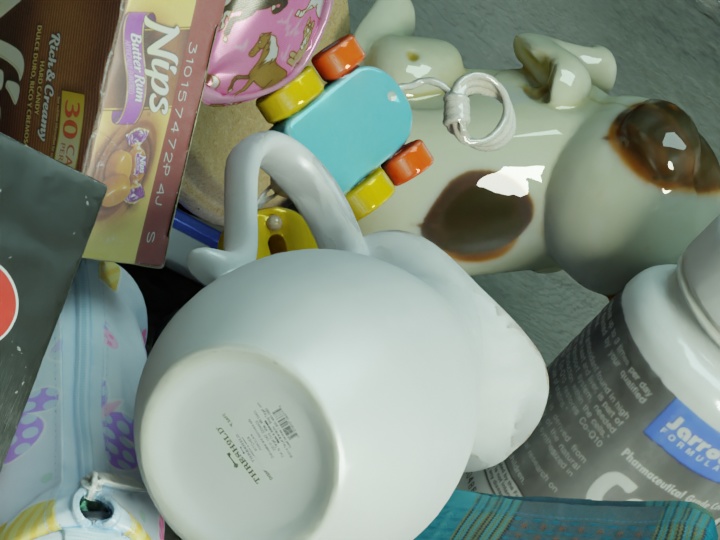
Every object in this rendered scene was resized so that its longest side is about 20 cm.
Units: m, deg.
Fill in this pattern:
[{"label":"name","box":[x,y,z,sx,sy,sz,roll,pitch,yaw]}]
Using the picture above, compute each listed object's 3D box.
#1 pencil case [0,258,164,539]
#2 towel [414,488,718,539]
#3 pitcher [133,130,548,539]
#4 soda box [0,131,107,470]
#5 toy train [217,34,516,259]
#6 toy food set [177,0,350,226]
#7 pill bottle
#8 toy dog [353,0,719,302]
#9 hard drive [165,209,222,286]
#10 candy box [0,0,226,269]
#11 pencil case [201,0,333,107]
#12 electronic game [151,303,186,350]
[{"label":"pencil case","box":[-0.119,0.073,1.016,0.083,0.091,0.200,-4,34,-6]},{"label":"towel","box":[0.047,0.131,0.990,0.147,0.022,0.200,4,20,20]},{"label":"pitcher","box":[-0.022,0.027,0.998,0.172,0.121,0.200,52,24,5]},{"label":"soda box","box":[-0.163,0.048,0.928,0.071,0.063,0.200,27,69,-23]},{"label":"toy train","box":[0.000,0.000,1.138,0.150,0.056,0.200,19,70,-27]},{"label":"toy food set","box":[-0.068,-0.122,1.277,0.198,0.049,0.200,60,43,-38]},{"label":"pill bottle","box":[0.146,0.070,1.238,0.114,0.200,0.114,30,31,-20]},{"label":"toy dog","box":[0.085,-0.052,1.300,0.200,0.140,0.194,10,20,16]},{"label":"hard drive","box":[-0.045,0.007,1.214,0.200,0.025,0.132,28,-1,-22]},{"label":"candy box","box":[-0.149,-0.082,1.084,0.056,0.117,0.200,8,8,-45]},{"label":"pencil case","box":[-0.097,-0.145,1.134,0.083,0.087,0.200,-23,42,-33]},{"label":"electronic game","box":[-0.022,0.098,1.130,0.200,0.042,0.200,48,16,-18]}]
